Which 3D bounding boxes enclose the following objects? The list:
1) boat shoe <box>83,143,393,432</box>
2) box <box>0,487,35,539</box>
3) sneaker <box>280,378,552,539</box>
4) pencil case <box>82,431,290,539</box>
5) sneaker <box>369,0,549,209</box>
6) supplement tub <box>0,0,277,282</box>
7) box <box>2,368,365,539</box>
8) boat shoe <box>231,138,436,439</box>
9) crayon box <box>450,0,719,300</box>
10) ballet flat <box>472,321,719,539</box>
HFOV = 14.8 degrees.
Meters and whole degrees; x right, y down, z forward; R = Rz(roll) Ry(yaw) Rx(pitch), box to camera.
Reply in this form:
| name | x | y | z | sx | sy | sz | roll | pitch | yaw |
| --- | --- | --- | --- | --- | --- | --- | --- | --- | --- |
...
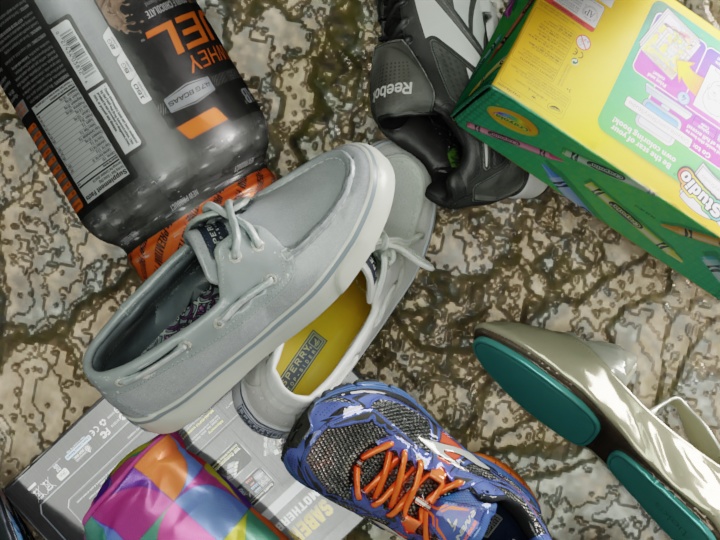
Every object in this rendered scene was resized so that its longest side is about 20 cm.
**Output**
| name | x | y | z | sx | sy | sz | roll | pitch | yaw |
| --- | --- | --- | --- | --- | --- | --- | --- | --- | --- |
| boat shoe | -0.068 | 0.002 | 1.494 | 0.201 | 0.071 | 0.070 | -45 | 46 | 6 |
| box | -0.172 | 0.208 | 1.510 | 0.046 | 0.200 | 0.159 | -32 | 115 | -4 |
| sneaker | 0.041 | 0.123 | 1.549 | 0.199 | 0.078 | 0.076 | 26 | 100 | -35 |
| pencil case | -0.067 | 0.181 | 1.545 | 0.088 | 0.088 | 0.200 | -45 | 89 | -1 |
| sneaker | 0.038 | -0.123 | 1.593 | 0.090 | 0.066 | 0.201 | -25 | 90 | -38 |
| supplement tub | -0.133 | -0.103 | 1.578 | 0.122 | 0.123 | 0.201 | -31 | 90 | -1 |
| box | -0.083 | 0.117 | 1.610 | 0.200 | 0.048 | 0.158 | -44 | 91 | -2 |
| boat shoe | -0.004 | -0.002 | 1.563 | 0.074 | 0.086 | 0.202 | 36 | 62 | -6 |
| crayon box | 0.165 | -0.086 | 1.575 | 0.199 | 0.058 | 0.119 | 33 | 63 | -10 |
| ballet flat | 0.153 | 0.086 | 1.612 | 0.200 | 0.069 | 0.070 | 44 | 89 | -1 |
